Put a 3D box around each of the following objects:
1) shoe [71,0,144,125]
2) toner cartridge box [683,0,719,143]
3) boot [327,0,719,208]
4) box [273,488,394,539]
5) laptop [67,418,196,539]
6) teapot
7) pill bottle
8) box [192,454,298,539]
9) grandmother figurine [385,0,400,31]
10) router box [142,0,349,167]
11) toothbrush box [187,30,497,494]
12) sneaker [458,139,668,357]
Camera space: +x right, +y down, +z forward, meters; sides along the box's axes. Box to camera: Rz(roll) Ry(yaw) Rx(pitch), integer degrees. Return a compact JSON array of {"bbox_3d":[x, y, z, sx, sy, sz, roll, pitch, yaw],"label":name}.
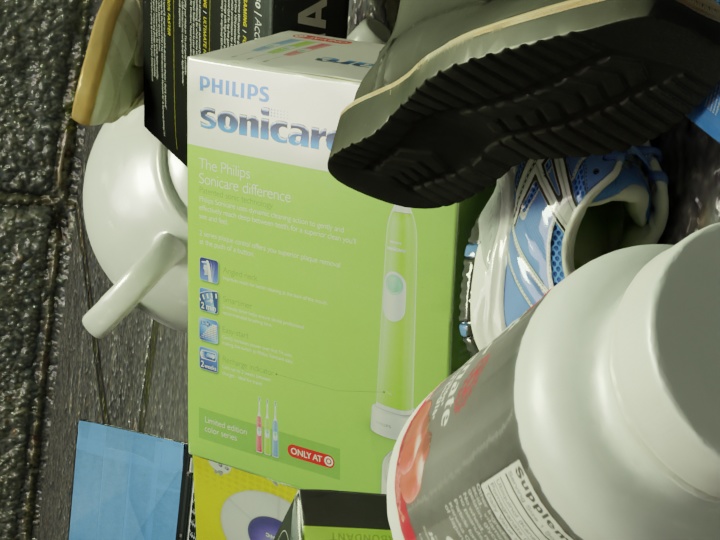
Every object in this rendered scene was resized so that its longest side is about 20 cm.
[{"bbox_3d":[-0.124,-0.149,1.059,0.200,0.053,0.070,-69,-5,-52],"label":"shoe"},{"bbox_3d":[0.145,-0.144,0.561,0.095,0.043,0.200,-118,34,-64],"label":"toner cartridge box"},{"bbox_3d":[0.060,-0.112,0.633,0.200,0.077,0.139,-14,57,54],"label":"boot"},{"bbox_3d":[0.023,0.194,0.729,0.200,0.148,0.125,114,156,-53],"label":"box"},{"bbox_3d":[-0.209,0.260,1.631,0.200,0.116,0.188,-138,52,-71],"label":"laptop"},{"bbox_3d":[-0.082,-0.054,1.098,0.146,0.197,0.201,142,127,-69],"label":"teapot"},{"bbox_3d":[0.089,0.057,0.583,0.200,0.110,0.111,131,140,-62],"label":"pill bottle"},{"bbox_3d":[-0.036,0.145,0.972,0.048,0.117,0.200,-53,-26,-41],"label":"box"},{"bbox_3d":[0.045,-0.171,0.863,0.200,0.060,0.121,104,142,-67],"label":"grandmother figurine"},{"bbox_3d":[-0.065,-0.137,0.932,0.149,0.051,0.200,43,139,44],"label":"router box"},{"bbox_3d":[0.000,0.000,0.806,0.145,0.086,0.201,12,112,30],"label":"toothbrush box"},{"bbox_3d":[0.094,-0.052,0.706,0.077,0.076,0.201,-3,83,52],"label":"sneaker"}]
